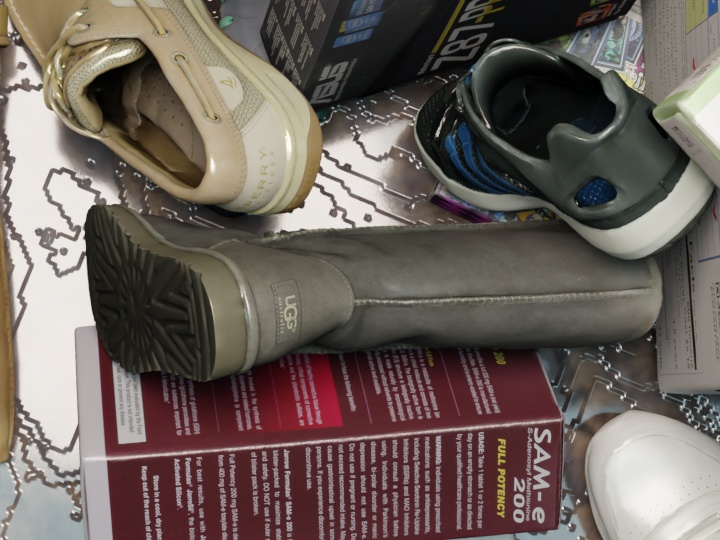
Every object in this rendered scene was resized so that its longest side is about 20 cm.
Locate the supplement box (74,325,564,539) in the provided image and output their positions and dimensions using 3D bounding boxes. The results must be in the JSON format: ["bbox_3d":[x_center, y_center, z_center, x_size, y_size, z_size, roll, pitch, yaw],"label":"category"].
[{"bbox_3d":[-0.020,0.067,1.021,0.199,0.109,0.061,-5,120,-5],"label":"supplement box"}]

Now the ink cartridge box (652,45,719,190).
[{"bbox_3d":[0.225,-0.034,0.850,0.145,0.048,0.200,-43,92,-6],"label":"ink cartridge box"}]

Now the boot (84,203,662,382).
[{"bbox_3d":[0.000,0.002,1.001,0.199,0.182,0.073,-12,109,-26],"label":"boot"}]

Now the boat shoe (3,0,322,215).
[{"bbox_3d":[-0.099,-0.086,1.003,0.200,0.065,0.072,41,122,36],"label":"boat shoe"}]

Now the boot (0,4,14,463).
[{"bbox_3d":[-0.235,-0.019,1.034,0.174,0.066,0.201,3,90,4],"label":"boot"}]

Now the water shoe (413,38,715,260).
[{"bbox_3d":[0.071,-0.066,0.968,0.072,0.200,0.079,-46,118,-10],"label":"water shoe"}]

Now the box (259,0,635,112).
[{"bbox_3d":[0.052,-0.134,0.935,0.160,0.200,0.049,-17,77,-15],"label":"box"}]

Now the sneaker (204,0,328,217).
[{"bbox_3d":[-0.041,-0.121,1.065,0.087,0.074,0.201,25,73,8],"label":"sneaker"}]

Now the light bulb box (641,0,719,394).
[{"bbox_3d":[0.194,-0.049,0.972,0.124,0.200,0.199,-2,87,-4],"label":"light bulb box"}]

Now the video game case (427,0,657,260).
[{"bbox_3d":[0.157,-0.072,1.089,0.199,0.036,0.182,24,84,-3],"label":"video game case"}]

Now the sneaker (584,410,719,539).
[{"bbox_3d":[0.175,0.143,1.043,0.075,0.100,0.200,-37,88,-5],"label":"sneaker"}]

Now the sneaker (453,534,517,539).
[{"bbox_3d":[-0.025,0.139,1.035,0.199,0.080,0.071,-6,85,-7],"label":"sneaker"}]
